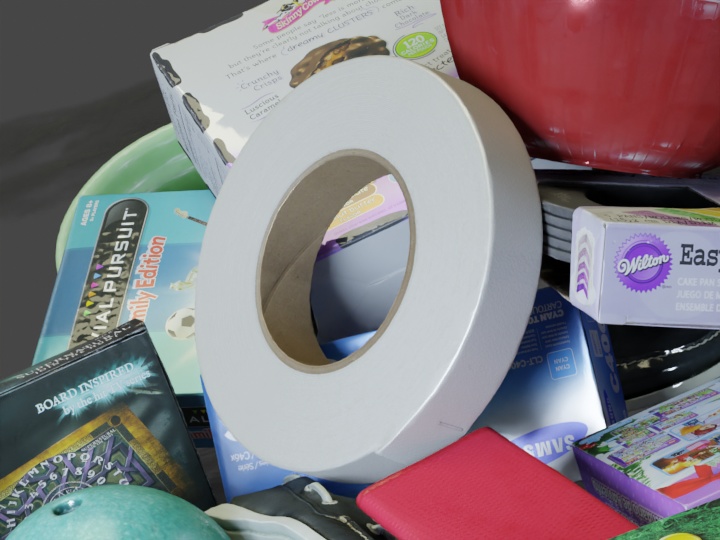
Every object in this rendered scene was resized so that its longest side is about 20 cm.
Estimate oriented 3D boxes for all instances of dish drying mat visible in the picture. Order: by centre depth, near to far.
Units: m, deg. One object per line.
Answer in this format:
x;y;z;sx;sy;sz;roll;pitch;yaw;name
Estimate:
0.082;0.123;1.188;0.077;0.018;0.200;-27;32;-23;dish drying mat

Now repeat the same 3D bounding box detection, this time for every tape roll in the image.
0.000;0.000;1.323;0.037;0.203;0.203;19;-16;-41;tape roll

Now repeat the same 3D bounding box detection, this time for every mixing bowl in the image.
0.122;-0.104;1.353;0.200;0.108;0.200;8;5;-1;mixing bowl

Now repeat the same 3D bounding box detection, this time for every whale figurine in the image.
-0.111;0.160;1.244;0.159;0.104;0.200;-19;15;2;whale figurine

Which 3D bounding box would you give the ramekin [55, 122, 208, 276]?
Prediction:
-0.067;0.004;1.637;0.200;0.098;0.200;-9;43;8;ramekin

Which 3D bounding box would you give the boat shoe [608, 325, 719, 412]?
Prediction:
0.105;0.036;1.484;0.199;0.066;0.074;-7;20;42;boat shoe

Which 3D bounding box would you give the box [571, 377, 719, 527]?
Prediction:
0.211;0.069;1.277;0.200;0.039;0.137;-23;13;-12;box

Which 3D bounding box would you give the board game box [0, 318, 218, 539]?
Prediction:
-0.172;0.124;1.394;0.200;0.135;0.028;-24;15;-18;board game box

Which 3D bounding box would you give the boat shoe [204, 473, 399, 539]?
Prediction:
-0.011;0.129;1.281;0.060;0.076;0.200;-26;20;-21;boat shoe

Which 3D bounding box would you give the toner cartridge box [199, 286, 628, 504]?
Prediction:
0.027;0.073;1.383;0.200;0.095;0.043;-15;-5;20;toner cartridge box

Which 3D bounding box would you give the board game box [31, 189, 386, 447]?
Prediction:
-0.065;0.023;1.508;0.200;0.047;0.151;-2;46;13;board game box

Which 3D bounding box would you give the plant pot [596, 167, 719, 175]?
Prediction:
0.183;-0.080;1.553;0.173;0.200;0.200;12;-7;-37;plant pot

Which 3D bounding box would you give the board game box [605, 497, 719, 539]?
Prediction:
0.115;0.139;1.108;0.200;0.023;0.105;-19;28;-13;board game box

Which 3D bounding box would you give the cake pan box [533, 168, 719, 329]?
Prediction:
0.175;-0.010;1.308;0.200;0.052;0.184;2;8;-8;cake pan box

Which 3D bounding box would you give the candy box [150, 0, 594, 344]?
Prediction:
0.006;-0.071;1.498;0.168;0.072;0.200;-25;46;-10;candy box
